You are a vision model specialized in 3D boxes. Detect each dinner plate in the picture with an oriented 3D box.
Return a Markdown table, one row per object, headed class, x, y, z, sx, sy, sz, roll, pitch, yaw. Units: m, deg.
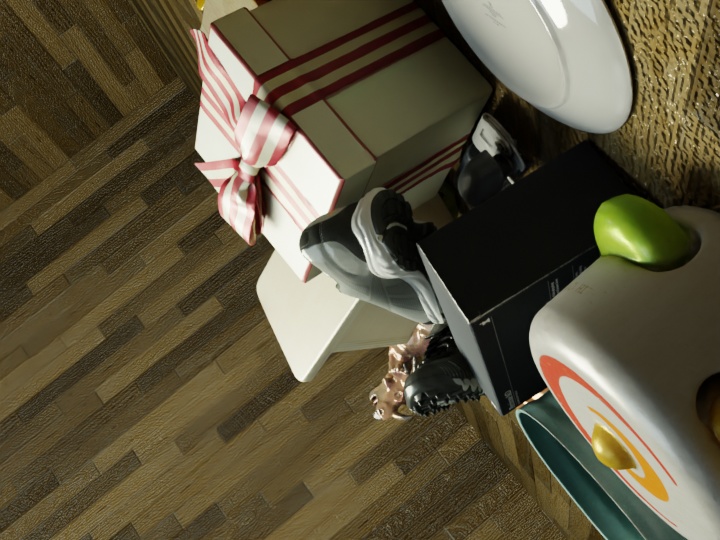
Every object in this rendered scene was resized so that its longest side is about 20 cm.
| class | x | y | z | sx | sy | sz | roll | pitch | yaw |
| --- | --- | --- | --- | --- | --- | --- | --- | --- | --- |
| dinner plate | 0.090 | -0.160 | 0.592 | 0.201 | 0.024 | 0.200 | 52 | 174 | 8 |

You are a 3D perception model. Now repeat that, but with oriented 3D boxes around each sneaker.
| class | x | y | z | sx | sy | sz | roll | pitch | yaw |
| --- | --- | --- | --- | --- | --- | --- | --- | --- | --- |
| sneaker | 0.083 | 0.078 | 0.876 | 0.200 | 0.066 | 0.091 | 1 | -114 | -62 |
| sneaker | 0.019 | -0.005 | 0.748 | 0.200 | 0.079 | 0.074 | 40 | -139 | -60 |

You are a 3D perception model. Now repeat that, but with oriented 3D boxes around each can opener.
| class | x | y | z | sx | sy | sz | roll | pitch | yaw |
| --- | --- | --- | --- | --- | --- | --- | --- | --- | --- |
| can opener | 0.098 | -0.080 | 0.818 | 0.053 | 0.067 | 0.200 | 52 | 175 | 5 |

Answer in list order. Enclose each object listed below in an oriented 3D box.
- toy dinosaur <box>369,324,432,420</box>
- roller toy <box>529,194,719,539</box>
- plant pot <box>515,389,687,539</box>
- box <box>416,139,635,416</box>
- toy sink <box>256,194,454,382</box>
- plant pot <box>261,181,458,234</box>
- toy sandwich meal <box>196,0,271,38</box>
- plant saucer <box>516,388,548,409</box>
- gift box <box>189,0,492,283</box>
| class | x | y | z | sx | sy | sz | roll | pitch | yaw |
| --- | --- | --- | --- | --- | --- | --- | --- | --- | --- |
| toy dinosaur | 0.069 | 0.060 | 1.019 | 0.201 | 0.085 | 0.136 | 112 | 148 | -43 |
| roller toy | 0.197 | 0.070 | 0.575 | 0.200 | 0.140 | 0.183 | 48 | 174 | 32 |
| plant pot | 0.241 | 0.150 | 0.775 | 0.201 | 0.134 | 0.200 | 52 | 175 | 7 |
| box | 0.134 | 0.015 | 0.717 | 0.079 | 0.141 | 0.200 | 55 | 176 | 29 |
| toy sink | 0.000 | 0.000 | 0.951 | 0.200 | 0.111 | 0.131 | -57 | 49 | 38 |
| plant pot | 0.006 | -0.083 | 1.109 | 0.190 | 0.200 | 0.200 | 32 | 164 | 36 |
| toy sandwich meal | -0.104 | -0.263 | 0.900 | 0.205 | 0.070 | 0.206 | 38 | 139 | 44 |
| plant saucer | 0.167 | 0.069 | 0.933 | 0.200 | 0.037 | 0.201 | 38 | 142 | 37 |
| gift box | -0.039 | -0.124 | 0.789 | 0.200 | 0.186 | 0.185 | 47 | 151 | 18 |
